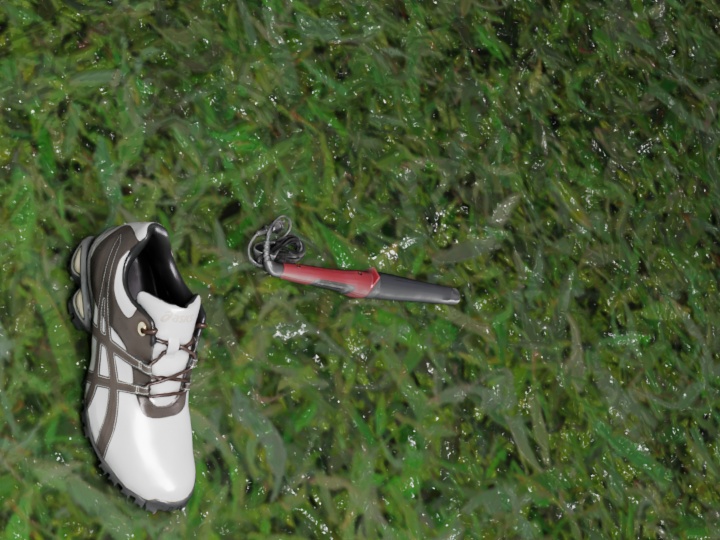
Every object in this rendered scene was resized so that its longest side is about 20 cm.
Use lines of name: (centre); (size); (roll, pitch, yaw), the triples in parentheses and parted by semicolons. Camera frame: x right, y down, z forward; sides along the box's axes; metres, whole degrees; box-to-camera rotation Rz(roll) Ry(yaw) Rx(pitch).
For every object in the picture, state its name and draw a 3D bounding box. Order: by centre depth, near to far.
golf shoe: (-0.145, 0.063, 1.343); (0.077, 0.094, 0.202); (-8, 78, -40)
curling iron: (0.000, 0.000, 1.523); (0.199, 0.025, 0.050); (15, 66, -32)
